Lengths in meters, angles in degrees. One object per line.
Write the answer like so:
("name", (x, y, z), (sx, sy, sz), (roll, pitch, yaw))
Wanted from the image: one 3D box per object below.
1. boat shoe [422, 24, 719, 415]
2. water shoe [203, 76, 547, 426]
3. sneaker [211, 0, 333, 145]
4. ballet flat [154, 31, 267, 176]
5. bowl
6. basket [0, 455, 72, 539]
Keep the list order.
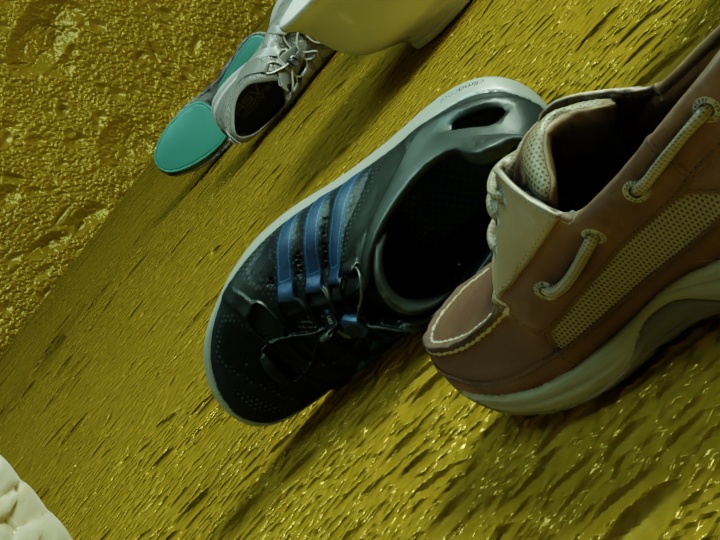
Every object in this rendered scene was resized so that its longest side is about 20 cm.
("boat shoe", (0.072, -0.019, 0.494), (0.200, 0.072, 0.076), (-36, 18, 52))
("water shoe", (0.000, 0.000, 0.723), (0.200, 0.071, 0.079), (-46, 14, 21))
("sneaker", (-0.066, -0.198, 1.675), (0.200, 0.075, 0.082), (-54, 24, 18))
("ballet flat", (-0.145, -0.178, 1.926), (0.200, 0.072, 0.072), (-46, 12, 18))
("bowl", (0.038, -0.224, 1.249), (0.201, 0.090, 0.201), (-48, 12, 14))
("basket", (-0.176, 0.170, 0.639), (0.123, 0.136, 0.200), (-39, 3, 21))
